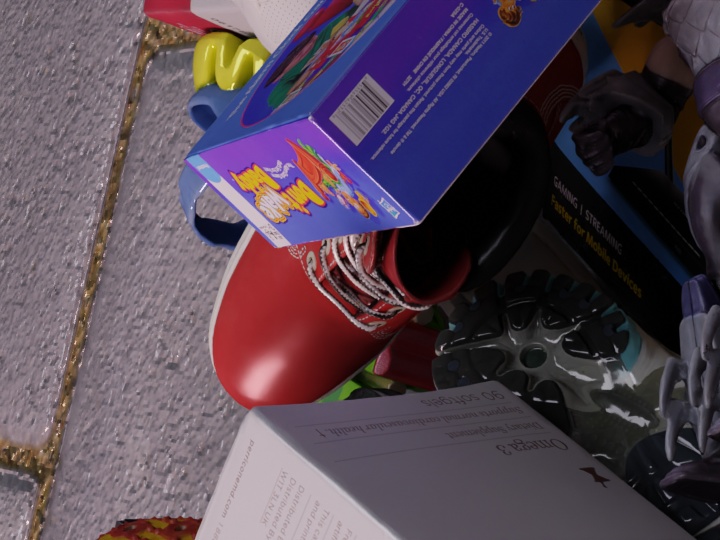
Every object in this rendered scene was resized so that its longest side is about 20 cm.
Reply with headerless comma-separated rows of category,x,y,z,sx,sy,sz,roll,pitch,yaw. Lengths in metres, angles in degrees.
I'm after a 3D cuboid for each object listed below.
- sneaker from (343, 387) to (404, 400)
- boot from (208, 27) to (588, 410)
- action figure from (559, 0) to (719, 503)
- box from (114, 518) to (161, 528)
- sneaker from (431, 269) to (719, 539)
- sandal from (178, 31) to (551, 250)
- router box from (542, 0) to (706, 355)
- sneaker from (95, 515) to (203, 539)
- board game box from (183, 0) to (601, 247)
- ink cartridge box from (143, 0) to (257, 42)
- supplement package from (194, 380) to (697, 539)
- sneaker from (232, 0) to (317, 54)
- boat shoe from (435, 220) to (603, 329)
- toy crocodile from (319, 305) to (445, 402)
sneaker,0.049,0.123,0.812,0.074,0.080,0.200,-54,52,26
boot,0.000,0.000,0.773,0.200,0.072,0.145,-49,9,28
action figure,0.113,-0.039,0.643,0.130,0.069,0.202,138,135,-60
box,-0.047,0.228,0.895,0.199,0.049,0.200,21,99,38
sneaker,0.115,0.071,0.715,0.078,0.086,0.200,-47,50,-8
sandal,-0.006,-0.043,0.904,0.199,0.079,0.088,7,69,48
router box,0.135,-0.038,0.755,0.200,0.051,0.150,-129,36,-51
sneaker,-0.047,0.156,0.831,0.200,0.073,0.078,35,139,48
board game box,0.039,-0.099,0.691,0.200,0.045,0.134,-51,14,-14
ink cartridge box,0.021,-0.126,0.924,0.199,0.147,0.086,11,85,57
supplement package,0.049,0.134,0.622,0.200,0.116,0.118,38,115,35
sneaker,-0.062,-0.137,0.816,0.074,0.115,0.200,-60,38,14
boat shoe,0.087,0.063,0.826,0.201,0.071,0.060,55,163,37
toy crocodile,-0.002,0.069,0.944,0.062,0.067,0.202,33,103,54
